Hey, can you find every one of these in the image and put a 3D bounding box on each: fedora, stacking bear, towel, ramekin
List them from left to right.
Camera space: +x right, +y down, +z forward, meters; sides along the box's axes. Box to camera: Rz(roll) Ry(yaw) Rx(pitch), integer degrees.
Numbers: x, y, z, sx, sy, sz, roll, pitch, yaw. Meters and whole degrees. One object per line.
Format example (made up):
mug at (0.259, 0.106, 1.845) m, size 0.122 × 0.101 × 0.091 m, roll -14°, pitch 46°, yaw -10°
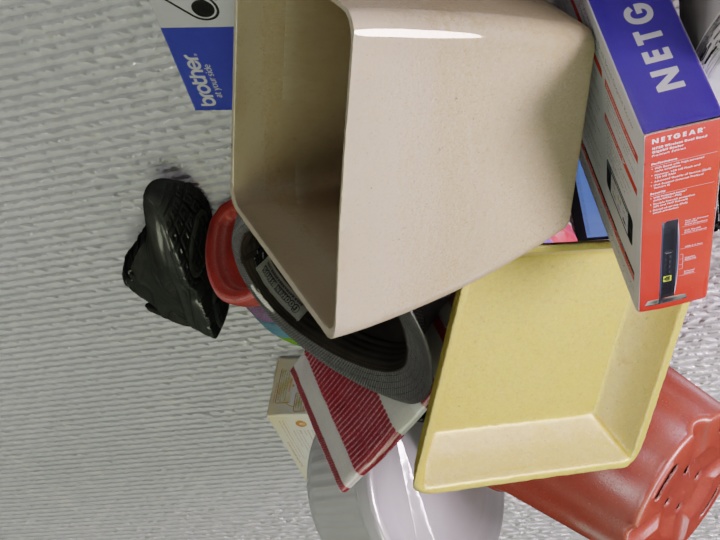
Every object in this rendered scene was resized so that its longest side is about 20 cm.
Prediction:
stacking bear at (-0.026, 0.020, 1.222) m, size 0.121 × 0.114 × 0.200 m, roll -19°, pitch 142°, yaw 35°
fedora at (0.000, 0.000, 1.050) m, size 0.199 × 0.090 × 0.177 m, roll 24°, pitch 145°, yaw 34°
towel at (0.028, 0.059, 1.099) m, size 0.023 × 0.144 × 0.200 m, roll 24°, pitch 116°, yaw -37°
ramekin at (0.037, 0.191, 1.267) m, size 0.094 × 0.203 × 0.202 m, roll -14°, pitch 140°, yaw 37°

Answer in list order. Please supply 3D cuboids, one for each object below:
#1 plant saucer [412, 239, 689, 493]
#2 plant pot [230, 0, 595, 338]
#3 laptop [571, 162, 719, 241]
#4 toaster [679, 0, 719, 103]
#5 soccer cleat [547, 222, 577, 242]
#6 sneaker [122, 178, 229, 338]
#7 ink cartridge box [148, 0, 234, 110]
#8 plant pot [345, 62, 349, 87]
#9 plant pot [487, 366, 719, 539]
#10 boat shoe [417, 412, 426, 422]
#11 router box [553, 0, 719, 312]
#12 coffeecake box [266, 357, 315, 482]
plant saucer at (0.132, 0.057, 1.009) m, size 0.199 × 0.048 × 0.201 m, roll -3°, pitch 121°, yaw -27°
plant pot at (0.033, -0.100, 0.884) m, size 0.176 × 0.200 × 0.201 m, roll -7°, pitch 120°, yaw -22°
laptop at (0.253, -0.041, 1.065) m, size 0.103 × 0.200 × 0.178 m, roll -33°, pitch 143°, yaw -7°
toaster at (0.252, -0.166, 0.828) m, size 0.113 × 0.130 × 0.200 m, roll 6°, pitch 161°, yaw 1°
soccer cleat at (0.084, -0.023, 1.154) m, size 0.199 × 0.077 × 0.067 m, roll 13°, pitch 146°, yaw -7°
sneaker at (-0.174, -0.009, 1.243) m, size 0.090 × 0.076 × 0.200 m, roll 10°, pitch 144°, yaw 13°
ink cartridge box at (-0.095, -0.192, 0.975) m, size 0.094 × 0.044 × 0.200 m, roll 0°, pitch 146°, yaw 14°
plant pot at (0.024, -0.108, 1.041) m, size 0.199 × 0.028 × 0.200 m, roll -7°, pitch 152°, yaw -3°
plant pot at (0.198, 0.135, 1.183) m, size 0.195 × 0.201 × 0.201 m, roll 32°, pitch 160°, yaw 34°
boat shoe at (0.048, 0.087, 1.131) m, size 0.199 × 0.075 × 0.066 m, roll 5°, pitch -171°, yaw 32°
router box at (0.172, -0.105, 0.900) m, size 0.049 × 0.201 × 0.180 m, roll -13°, pitch 145°, yaw 0°
coffeecake box at (0.025, 0.156, 1.432) m, size 0.199 × 0.073 × 0.154 m, roll -3°, pitch 143°, yaw 17°
